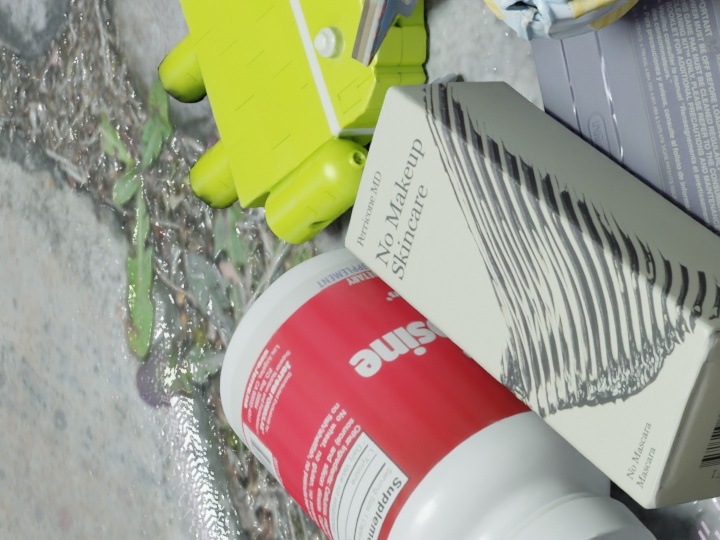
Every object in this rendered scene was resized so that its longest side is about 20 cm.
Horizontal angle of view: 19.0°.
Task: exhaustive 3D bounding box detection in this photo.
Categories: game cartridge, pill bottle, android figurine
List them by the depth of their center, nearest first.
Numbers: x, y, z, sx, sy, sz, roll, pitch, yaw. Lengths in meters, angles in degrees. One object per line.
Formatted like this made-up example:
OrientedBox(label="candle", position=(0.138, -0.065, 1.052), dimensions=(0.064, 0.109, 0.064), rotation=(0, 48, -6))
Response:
OrientedBox(label="game cartridge", position=(0.130, -0.051, 0.851), dimensions=(0.129, 0.038, 0.201), rotation=(-19, 79, 47))
OrientedBox(label="pill bottle", position=(0.034, 0.085, 0.925), dimensions=(0.200, 0.112, 0.113), rotation=(43, 126, 40))
OrientedBox(label="android figurine", position=(-0.034, -0.111, 1.049), dimensions=(0.200, 0.041, 0.183), rotation=(-34, 68, 50))

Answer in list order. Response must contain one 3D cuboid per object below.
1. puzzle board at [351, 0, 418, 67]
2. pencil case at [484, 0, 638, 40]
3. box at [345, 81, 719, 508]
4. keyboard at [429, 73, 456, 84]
OrientedBox(label="puzzle board", position=(0.046, -0.178, 0.821), dimensions=(0.151, 0.017, 0.200), rotation=(-62, -3, -19))
OrientedBox(label="pencil case", position=(0.073, -0.126, 0.743), dimensions=(0.200, 0.083, 0.091), rotation=(-48, -39, -83))
OrientedBox(label="box", position=(0.082, 0.004, 0.838), dimensions=(0.200, 0.068, 0.082), rotation=(39, 124, 42))
OrientedBox(label="keyboard", position=(0.000, 0.000, 1.007), dimensions=(0.011, 0.056, 0.201), rotation=(26, 120, 10))
